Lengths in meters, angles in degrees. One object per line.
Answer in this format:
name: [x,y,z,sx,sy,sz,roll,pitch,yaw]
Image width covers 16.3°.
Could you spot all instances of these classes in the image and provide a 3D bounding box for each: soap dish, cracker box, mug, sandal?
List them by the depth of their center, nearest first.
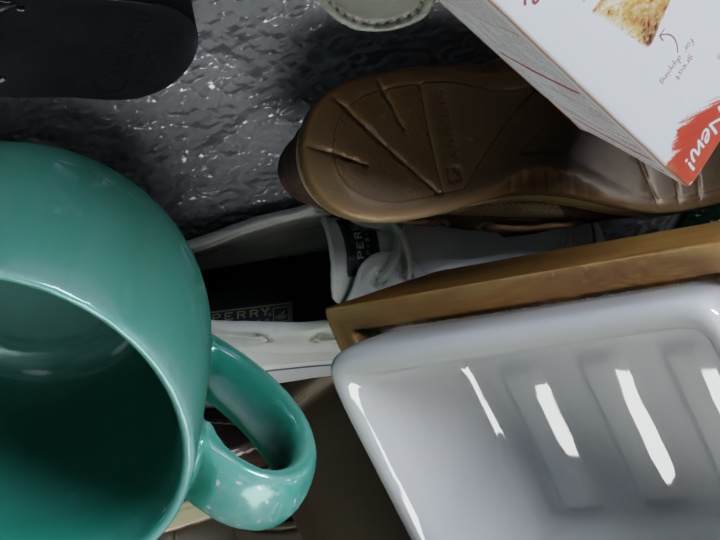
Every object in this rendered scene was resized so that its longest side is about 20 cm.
cracker box: [0.080,-0.129,0.792,0.134,0.058,0.200,-57,141,-1]
sandal: [-0.153,-0.078,0.868,0.199,0.043,0.076,-3,147,-15]
soap dish: [0.099,0.061,0.938,0.200,0.081,0.158,-10,114,43]
mug: [-0.123,0.038,0.960,0.152,0.115,0.185,-29,119,22]

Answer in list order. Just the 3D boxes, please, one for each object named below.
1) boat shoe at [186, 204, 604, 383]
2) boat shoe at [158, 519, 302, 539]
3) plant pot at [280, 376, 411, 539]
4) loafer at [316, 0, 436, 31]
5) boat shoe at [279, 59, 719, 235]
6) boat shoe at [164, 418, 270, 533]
boat shoe: [0.000,0.000,1.026,0.199,0.072,0.066,-7,154,8]
boat shoe: [-0.052,0.151,1.175,0.057,0.067,0.200,-22,152,26]
plant pot: [0.055,0.113,1.121,0.199,0.174,0.200,-8,149,-5]
loafer: [-0.013,-0.132,0.804,0.070,0.070,0.200,-17,148,9]
boat shoe: [0.065,-0.048,0.970,0.199,0.072,0.072,-8,175,-18]
boat shoe: [-0.131,0.073,1.084,0.199,0.072,0.072,-3,105,10]
